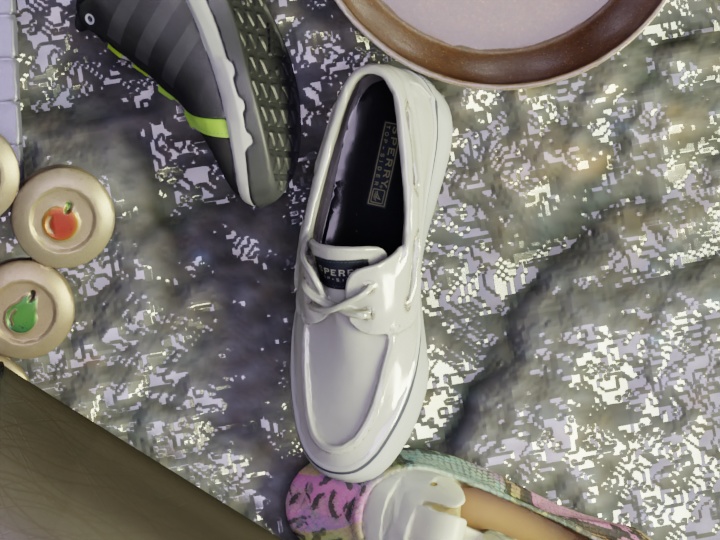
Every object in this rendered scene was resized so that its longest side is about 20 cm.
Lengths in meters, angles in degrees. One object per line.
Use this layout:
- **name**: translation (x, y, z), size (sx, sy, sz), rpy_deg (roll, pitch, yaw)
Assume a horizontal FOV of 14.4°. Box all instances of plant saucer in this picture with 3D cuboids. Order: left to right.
- **plant saucer**: translation (0.067, -0.189, 1.394), size (0.199, 0.034, 0.202), rpy_deg (0, 93, -6)

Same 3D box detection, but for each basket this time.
- **basket**: translation (-0.114, 0.159, 1.342), size (0.199, 0.136, 0.181), rpy_deg (23, 114, -11)

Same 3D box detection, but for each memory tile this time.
- **memory tile**: translation (-0.228, -0.011, 1.355), size (0.199, 0.017, 0.154), rpy_deg (23, 102, -12)

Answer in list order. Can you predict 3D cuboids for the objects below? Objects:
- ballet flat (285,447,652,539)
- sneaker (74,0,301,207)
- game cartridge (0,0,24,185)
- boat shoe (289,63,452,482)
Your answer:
- **ballet flat**: translation (0.063, 0.134, 1.389), size (0.199, 0.071, 0.070), rpy_deg (18, 92, -6)
- **sneaker**: translation (-0.093, -0.121, 1.376), size (0.082, 0.072, 0.201), rpy_deg (-19, 94, 19)
- **game cartridge**: translation (-0.262, -0.095, 1.365), size (0.198, 0.038, 0.131), rpy_deg (-3, 89, -6)
- **boat shoe**: translation (0.000, 0.000, 1.366), size (0.072, 0.066, 0.201), rpy_deg (13, 88, 23)
